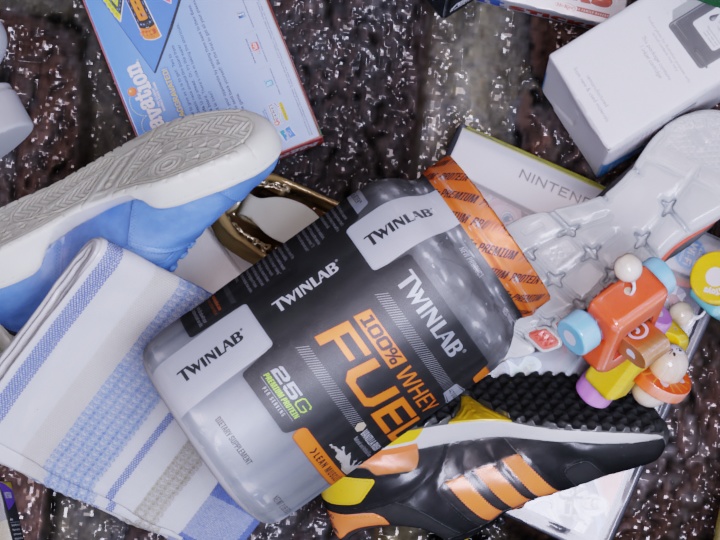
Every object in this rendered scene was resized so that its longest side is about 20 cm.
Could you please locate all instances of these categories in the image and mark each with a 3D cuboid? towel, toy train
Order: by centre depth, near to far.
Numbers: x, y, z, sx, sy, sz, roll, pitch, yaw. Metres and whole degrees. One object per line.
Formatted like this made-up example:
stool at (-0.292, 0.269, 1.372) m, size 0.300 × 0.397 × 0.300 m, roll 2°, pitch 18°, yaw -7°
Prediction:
toy train at (0.188, 0.019, 1.504) m, size 0.200 × 0.150 × 0.056 m, roll -32°, pitch 68°, yaw -28°
towel at (-0.113, 0.075, 1.542) m, size 0.200 × 0.024 × 0.147 m, roll 29°, pitch 106°, yaw -32°

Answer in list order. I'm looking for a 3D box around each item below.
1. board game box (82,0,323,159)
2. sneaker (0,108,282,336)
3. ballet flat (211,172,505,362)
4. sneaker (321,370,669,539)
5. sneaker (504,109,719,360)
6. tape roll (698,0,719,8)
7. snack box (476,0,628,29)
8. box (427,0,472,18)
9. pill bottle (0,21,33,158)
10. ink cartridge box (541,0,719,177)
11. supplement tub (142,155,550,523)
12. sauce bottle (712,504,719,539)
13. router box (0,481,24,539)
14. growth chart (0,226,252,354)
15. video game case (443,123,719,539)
board game box at (-0.105, -0.149, 1.620) m, size 0.103 × 0.019 × 0.200 m, roll -21°, pitch 81°, yaw -3°
sneaker at (-0.117, -0.009, 1.549) m, size 0.200 × 0.077 × 0.111 m, roll -25°, pitch 119°, yaw 12°
ballet flat at (0.000, 0.000, 1.568) m, size 0.200 × 0.063 × 0.069 m, roll 24°, pitch 81°, yaw 8°
sneaker at (0.074, 0.113, 1.566) m, size 0.200 × 0.070 × 0.090 m, roll -1°, pitch 115°, yaw -6°
sneaker at (0.141, -0.011, 1.554) m, size 0.200 × 0.082 × 0.077 m, roll -32°, pitch 80°, yaw 0°
tape roll at (0.225, -0.235, 1.463) m, size 0.200 × 0.048 × 0.201 m, roll -3°, pitch 100°, yaw -20°
snack box at (0.065, -0.198, 1.625) m, size 0.200 × 0.024 × 0.072 m, roll 14°, pitch 84°, yaw 2°
box at (0.107, -0.253, 1.540) m, size 0.200 × 0.164 × 0.086 m, roll -33°, pitch 78°, yaw -11°
pill bottle at (-0.273, -0.148, 1.584) m, size 0.111 × 0.111 × 0.200 m, roll -31°, pitch 86°, yaw -1°
ink cartridge box at (0.206, -0.138, 1.573) m, size 0.200 × 0.116 × 0.067 m, roll -32°, pitch 84°, yaw -2°
supplement tub at (-0.006, 0.034, 1.472) m, size 0.200 × 0.123 × 0.123 m, roll -36°, pitch 86°, yaw 1°
sauce bottle at (0.247, 0.093, 1.579) m, size 0.065 × 0.065 × 0.200 m, roll 13°, pitch 87°, yaw 2°
router box at (-0.281, 0.221, 1.586) m, size 0.200 × 0.052 × 0.157 m, roll -15°, pitch 85°, yaw 0°
growth chart at (-0.129, 0.024, 1.615) m, size 0.200 × 0.018 × 0.145 m, roll -28°, pitch 86°, yaw -1°
video game case at (0.100, 0.040, 1.606) m, size 0.181 × 0.026 × 0.200 m, roll 24°, pitch 86°, yaw 3°
